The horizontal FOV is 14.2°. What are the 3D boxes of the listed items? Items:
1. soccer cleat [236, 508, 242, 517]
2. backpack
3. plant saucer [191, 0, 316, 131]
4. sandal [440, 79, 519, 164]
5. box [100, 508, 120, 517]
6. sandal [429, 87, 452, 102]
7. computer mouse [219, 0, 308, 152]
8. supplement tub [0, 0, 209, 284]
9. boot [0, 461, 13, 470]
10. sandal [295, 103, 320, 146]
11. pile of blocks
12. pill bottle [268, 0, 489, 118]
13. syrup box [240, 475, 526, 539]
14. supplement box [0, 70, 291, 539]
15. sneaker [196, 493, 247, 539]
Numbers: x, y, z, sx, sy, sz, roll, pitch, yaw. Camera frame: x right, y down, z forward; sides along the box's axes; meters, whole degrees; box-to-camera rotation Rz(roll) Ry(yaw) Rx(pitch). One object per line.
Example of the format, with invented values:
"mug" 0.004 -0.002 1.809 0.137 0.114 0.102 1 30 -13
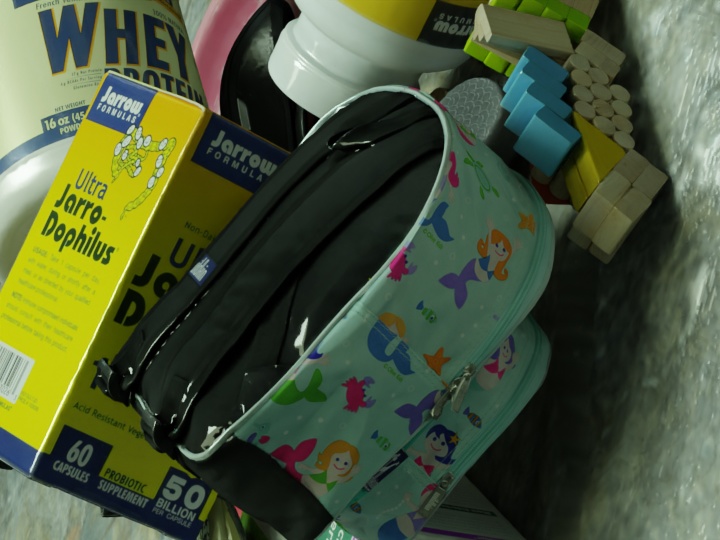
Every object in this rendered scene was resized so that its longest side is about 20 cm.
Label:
"soccer cleat" -0.068 0.148 1.638 0.077 0.066 0.201 90 -176 -55
"backpack" -0.001 0.020 1.337 0.201 0.150 0.177 -55 25 1
"plant saucer" -0.063 -0.091 1.773 0.200 0.050 0.202 -169 90 -68
"sandal" 0.020 -0.006 1.478 0.200 0.043 0.076 -48 34 6
"box" -0.148 0.031 1.842 0.160 0.049 0.201 -106 17 -46
"sandal" -0.002 -0.002 1.553 0.078 0.069 0.213 -130 56 -63
"computer mouse" -0.057 -0.054 1.606 0.140 0.046 0.202 -7 -89 -81
"supplement tub" -0.160 -0.099 1.611 0.145 0.144 0.201 -53 44 45
"boot" -0.163 0.007 1.677 0.169 0.199 0.077 55 164 28
"sandal" -0.014 -0.099 1.637 0.076 0.043 0.201 88 -178 -51
"pile of blocks" 0.084 -0.077 1.370 0.201 0.082 0.062 -101 32 -43
"pill bottle" 0.029 -0.174 1.498 0.201 0.111 0.112 -63 26 24
"syrup box" 0.010 0.135 1.439 0.200 0.081 0.079 -135 59 -66
"supplement box" -0.107 0.018 1.464 0.109 0.108 0.201 22 87 54
"sneaker" -0.099 0.207 1.483 0.077 0.088 0.202 -132 48 -72
